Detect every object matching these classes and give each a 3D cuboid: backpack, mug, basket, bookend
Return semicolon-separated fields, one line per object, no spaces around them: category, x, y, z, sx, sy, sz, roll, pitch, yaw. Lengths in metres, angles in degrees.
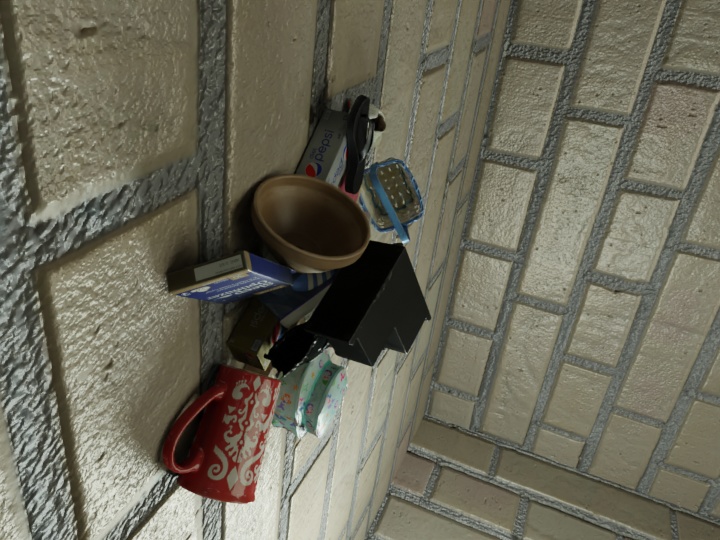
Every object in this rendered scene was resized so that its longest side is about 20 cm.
backpack;-0.116;0.245;1.271;0.201;0.150;0.178;81;31;-45
mug;-0.215;0.264;0.987;0.178;0.133;0.201;53;52;-72
basket;0.065;-0.171;1.372;0.200;0.138;0.177;-82;148;-61
bookend;0.022;0.088;1.034;0.199;0.092;0.200;-58;143;-28

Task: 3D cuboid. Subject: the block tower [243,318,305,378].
block tower;-0.168;0.158;1.164;0.058;0.054;0.201;83;29;-54

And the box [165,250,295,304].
box;-0.179;0.016;0.888;0.200;0.120;0.033;25;50;-74

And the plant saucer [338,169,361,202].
plant saucer;-0.047;-0.166;1.257;0.200;0.051;0.202;16;90;-73

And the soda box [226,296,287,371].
soda box;-0.161;0.074;1.090;0.068;0.064;0.201;81;30;-55

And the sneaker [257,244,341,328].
sneaker;-0.101;-0.010;1.053;0.200;0.147;0.081;-38;-178;-26

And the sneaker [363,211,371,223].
sneaker;-0.033;-0.056;1.276;0.074;0.082;0.201;115;-5;-54

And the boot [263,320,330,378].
boot;-0.073;0.102;1.054;0.198;0.073;0.162;-45;171;6

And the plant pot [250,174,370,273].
plant pot;-0.091;-0.061;0.996;0.201;0.200;0.093;-52;172;-51

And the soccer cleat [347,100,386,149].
soccer cleat;0.024;-0.308;1.302;0.200;0.077;0.070;30;77;-73

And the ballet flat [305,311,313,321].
ballet flat;-0.103;0.026;1.218;0.072;0.071;0.201;-54;157;-48

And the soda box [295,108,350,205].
soda box;-0.068;-0.201;1.129;0.068;0.063;0.201;67;42;-66

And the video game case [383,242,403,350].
video game case;0.063;0.050;1.286;0.181;0.025;0.201;-24;112;-68

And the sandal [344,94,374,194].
sandal;0.005;-0.239;1.144;0.076;0.043;0.201;-57;158;-47
